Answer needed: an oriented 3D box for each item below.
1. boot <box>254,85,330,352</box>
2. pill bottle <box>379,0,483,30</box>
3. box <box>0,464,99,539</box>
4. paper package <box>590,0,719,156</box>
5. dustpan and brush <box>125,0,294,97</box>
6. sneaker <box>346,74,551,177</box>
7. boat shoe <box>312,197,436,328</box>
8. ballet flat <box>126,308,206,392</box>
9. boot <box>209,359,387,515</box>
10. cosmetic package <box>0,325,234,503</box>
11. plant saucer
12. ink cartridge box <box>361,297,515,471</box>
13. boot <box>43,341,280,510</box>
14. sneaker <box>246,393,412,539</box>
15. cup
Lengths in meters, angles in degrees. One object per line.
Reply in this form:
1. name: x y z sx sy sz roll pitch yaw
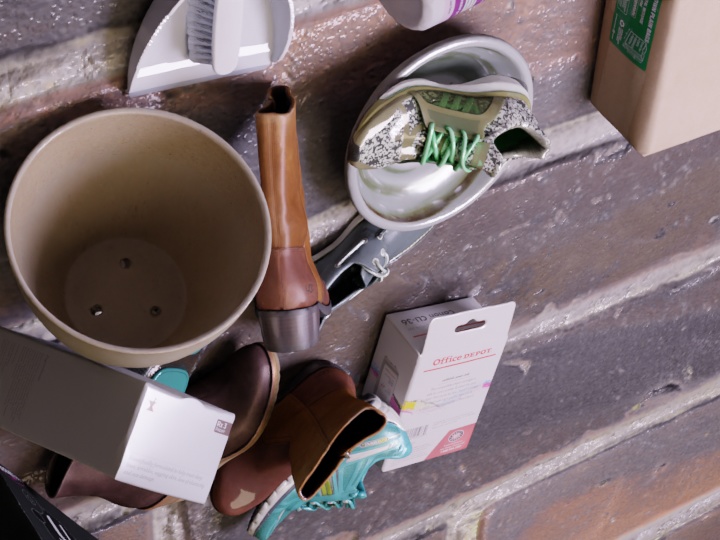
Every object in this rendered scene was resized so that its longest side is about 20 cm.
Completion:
1. boot: -0.070 -0.052 1.376 0.068 0.188 0.202 -4 103 6
2. pill bottle: 0.104 -0.281 1.311 0.199 0.112 0.113 -28 140 -17
3. box: -0.292 0.295 1.472 0.124 0.149 0.200 -41 142 -3
4. paper package: 0.324 -0.233 1.554 0.190 0.104 0.201 -21 137 -26
5. dustpan and brush: -0.101 -0.213 1.237 0.139 0.057 0.201 -16 134 -30
6. sneaker: 0.082 -0.113 1.385 0.199 0.089 0.077 -15 134 -31
7. boat shoe: 0.000 0.000 1.521 0.199 0.062 0.073 -33 141 -12
8. ballet flat: -0.172 0.069 1.425 0.072 0.072 0.201 27 94 -50
9. boot: -0.060 0.180 1.524 0.188 0.200 0.069 -41 107 -2
10. cosmetic package: -0.212 0.114 1.325 0.113 0.199 0.082 26 83 -48
11. plant saucer: 0.061 -0.130 1.463 0.199 0.050 0.201 -24 138 -24
12. ink cartridge box: 0.074 0.100 1.674 0.116 0.068 0.201 -11 133 -34
13. boot: -0.176 0.140 1.489 0.166 0.072 0.201 12 120 -49
14. sneaker: -0.035 0.211 1.644 0.200 0.080 0.078 -40 -174 17
15. cup: -0.179 -0.005 1.284 0.199 0.201 0.143 -24 165 -22
